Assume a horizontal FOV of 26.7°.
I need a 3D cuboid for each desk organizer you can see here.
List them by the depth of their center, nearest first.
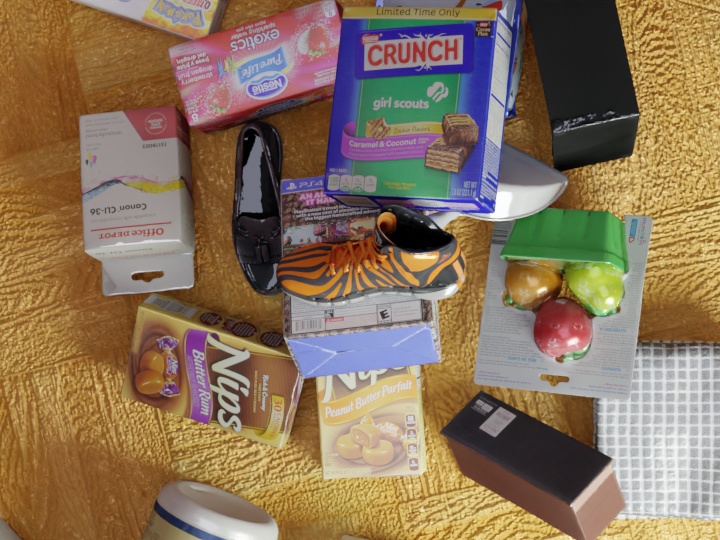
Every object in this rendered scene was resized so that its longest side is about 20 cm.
[{"bbox_3d":[0.187,0.214,1.648,0.072,0.077,0.200,-42,41,-21],"label":"desk organizer"}]

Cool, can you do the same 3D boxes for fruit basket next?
[{"bbox_3d":[0.222,0.034,1.654,0.184,0.094,0.201,3,86,29],"label":"fruit basket"}]

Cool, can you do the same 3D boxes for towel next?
[{"bbox_3d":[0.337,0.177,1.659,0.165,0.086,0.201,-1,90,8],"label":"towel"}]

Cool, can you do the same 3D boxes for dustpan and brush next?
[{"bbox_3d":[0.118,-0.083,1.635,0.139,0.200,0.057,31,122,25],"label":"dustpan and brush"}]

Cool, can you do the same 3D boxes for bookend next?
[{"bbox_3d":[0.232,-0.228,1.627,0.092,0.199,0.201,-11,81,6],"label":"bookend"}]

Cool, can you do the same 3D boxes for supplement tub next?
[{"bbox_3d":[-0.189,0.351,1.693,0.144,0.144,0.201,22,93,6],"label":"supplement tub"}]

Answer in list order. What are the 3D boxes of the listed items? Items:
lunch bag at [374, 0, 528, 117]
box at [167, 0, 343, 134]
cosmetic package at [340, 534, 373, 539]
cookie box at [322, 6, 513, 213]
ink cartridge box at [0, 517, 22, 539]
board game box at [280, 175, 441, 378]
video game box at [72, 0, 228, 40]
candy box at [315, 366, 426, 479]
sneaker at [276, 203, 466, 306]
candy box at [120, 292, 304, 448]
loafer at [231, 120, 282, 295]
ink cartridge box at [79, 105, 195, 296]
[{"bbox_3d":[0.102,-0.276,1.672,0.169,0.124,0.201,7,98,9],"label":"lunch bag"},{"bbox_3d":[-0.103,-0.228,1.706,0.199,0.100,0.096,-16,88,6],"label":"box"},{"bbox_3d":[0.010,0.408,1.705,0.101,0.071,0.201,9,91,7],"label":"cosmetic package"},{"bbox_3d":[0.060,-0.167,1.568,0.170,0.075,0.201,3,82,19],"label":"cookie box"},{"bbox_3d":[-0.419,0.403,1.751,0.200,0.084,0.146,45,94,6],"label":"ink cartridge box"},{"bbox_3d":[0.000,0.000,1.652,0.158,0.097,0.201,-6,60,6],"label":"board game box"},{"bbox_3d":[-0.236,-0.375,1.751,0.199,0.047,0.183,19,95,7],"label":"video game box"},{"bbox_3d":[0.010,0.131,1.713,0.115,0.055,0.201,-4,89,7],"label":"candy box"},{"bbox_3d":[0.006,-0.022,1.541,0.199,0.112,0.078,-5,60,7],"label":"sneaker"},{"bbox_3d":[-0.163,0.112,1.719,0.199,0.056,0.117,17,110,6],"label":"candy box"},{"bbox_3d":[-0.118,-0.071,1.726,0.071,0.063,0.201,-4,89,7],"label":"loafer"},{"bbox_3d":[-0.253,-0.078,1.724,0.116,0.068,0.201,-6,79,6],"label":"ink cartridge box"}]
